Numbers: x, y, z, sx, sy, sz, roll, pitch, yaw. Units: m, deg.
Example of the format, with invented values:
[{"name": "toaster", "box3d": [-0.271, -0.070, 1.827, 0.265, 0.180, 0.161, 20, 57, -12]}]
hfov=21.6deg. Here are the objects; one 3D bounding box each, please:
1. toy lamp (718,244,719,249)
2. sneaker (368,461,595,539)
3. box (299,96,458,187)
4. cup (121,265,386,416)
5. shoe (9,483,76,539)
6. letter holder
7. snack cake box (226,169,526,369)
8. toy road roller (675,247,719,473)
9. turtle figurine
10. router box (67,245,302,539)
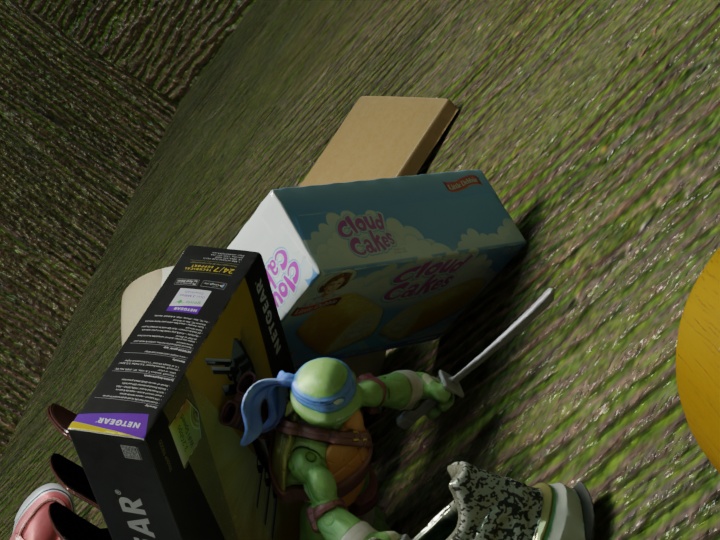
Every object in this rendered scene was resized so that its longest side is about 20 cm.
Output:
[{"name": "toy lamp", "box3d": [0.203, -0.005, 0.734, 0.058, 0.058, 0.200, -60, 13, -6]}, {"name": "sneaker", "box3d": [0.029, 0.166, 0.939, 0.200, 0.088, 0.077, -54, 13, 21]}, {"name": "box", "box3d": [-0.009, -0.071, 1.691, 0.201, 0.021, 0.163, -56, 27, -12]}, {"name": "cup", "box3d": [-0.083, 0.100, 1.362, 0.200, 0.199, 0.144, 142, 138, -58]}, {"name": "shoe", "box3d": [-0.388, 0.351, 2.199, 0.201, 0.071, 0.091, -63, 13, 4]}, {"name": "letter holder", "box3d": [-0.272, 0.214, 1.882, 0.101, 0.142, 0.200, -59, 13, -3]}, {"name": "snack cake box", "box3d": [0.000, 0.000, 1.231, 0.199, 0.067, 0.115, -9, -30, -45]}, {"name": "toy road roller", "box3d": [0.144, 0.078, 0.557, 0.201, 0.145, 0.123, -57, 12, 8]}, {"name": "turtle figurine", "box3d": [0.021, 0.131, 1.090, 0.195, 0.199, 0.145, 101, 157, -51]}, {"name": "router box", "box3d": [-0.089, 0.112, 1.112, 0.158, 0.052, 0.201, -61, -33, -42]}]
